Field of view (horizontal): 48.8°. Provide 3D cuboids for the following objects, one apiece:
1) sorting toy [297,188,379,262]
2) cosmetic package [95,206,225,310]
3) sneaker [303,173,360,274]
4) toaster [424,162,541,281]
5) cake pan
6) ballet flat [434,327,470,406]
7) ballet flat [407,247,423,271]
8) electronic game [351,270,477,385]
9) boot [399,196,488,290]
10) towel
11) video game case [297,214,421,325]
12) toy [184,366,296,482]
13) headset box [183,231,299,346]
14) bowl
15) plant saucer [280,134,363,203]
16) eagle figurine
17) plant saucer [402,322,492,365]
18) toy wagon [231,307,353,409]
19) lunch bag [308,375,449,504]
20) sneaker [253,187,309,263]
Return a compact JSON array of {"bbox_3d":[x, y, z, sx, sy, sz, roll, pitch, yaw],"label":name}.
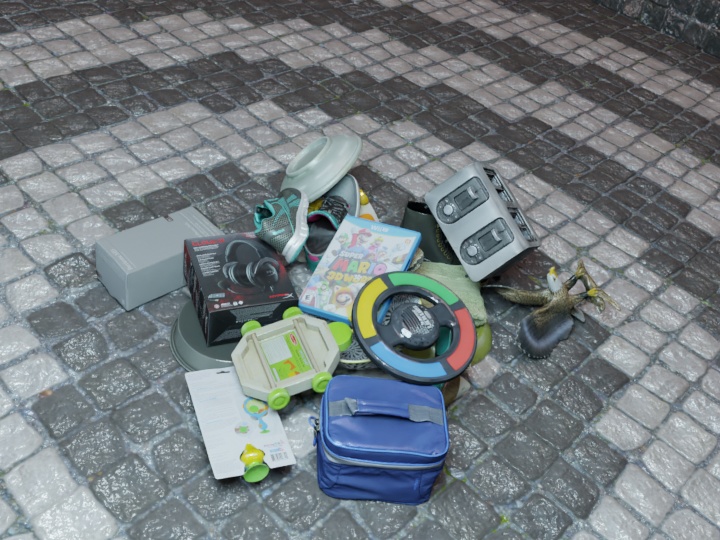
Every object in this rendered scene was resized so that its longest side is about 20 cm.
[{"bbox_3d":[-0.087,-0.099,1.530,0.179,0.108,0.199,-38,58,-21],"label":"sorting toy"},{"bbox_3d":[-0.342,-0.024,1.357,0.106,0.092,0.198,36,41,27],"label":"cosmetic package"},{"bbox_3d":[-0.056,-0.096,1.417,0.082,0.121,0.204,12,76,10],"label":"sneaker"},{"bbox_3d":[0.223,-0.082,1.419,0.183,0.118,0.199,61,22,10],"label":"toaster"},{"bbox_3d":[-0.209,0.097,1.284,0.196,0.037,0.202,8,39,-6],"label":"cake pan"},{"bbox_3d":[0.147,0.155,1.280,0.072,0.068,0.203,31,51,-22],"label":"ballet flat"},{"bbox_3d":[0.010,-0.004,1.361,0.197,0.075,0.069,-18,57,25],"label":"ballet flat"},{"bbox_3d":[0.081,0.082,1.183,0.195,0.042,0.203,10,48,-11],"label":"electronic game"},{"bbox_3d":[0.157,-0.047,1.476,0.196,0.140,0.078,15,37,2],"label":"boot"},{"bbox_3d":[0.124,0.036,1.401,0.195,0.037,0.150,7,39,-6],"label":"towel"},{"bbox_3d":[0.000,0.000,1.288,0.140,0.018,0.202,14,54,21],"label":"video game case"},{"bbox_3d":[-0.176,0.221,1.134,0.113,0.048,0.201,-5,36,-23],"label":"toy"},{"bbox_3d":[-0.201,0.017,1.292,0.146,0.078,0.201,-7,43,-22],"label":"headset box"},{"bbox_3d":[0.003,0.090,1.286,0.196,0.095,0.204,-4,49,5],"label":"bowl"},{"bbox_3d":[-0.086,-0.198,1.487,0.050,0.198,0.202,48,32,-23],"label":"plant saucer"},{"bbox_3d":[0.334,0.057,1.424,0.197,0.153,0.152,-26,9,-6],"label":"eagle figurine"},{"bbox_3d":[0.140,0.089,1.393,0.195,0.032,0.202,7,40,-6],"label":"plant saucer"},{"bbox_3d":[-0.089,0.122,1.180,0.196,0.040,0.156,-18,44,-13],"label":"toy wagon"},{"bbox_3d":[0.022,0.228,1.111,0.195,0.134,0.137,6,38,-9],"label":"lunch bag"},{"bbox_3d":[-0.138,-0.097,1.341,0.090,0.078,0.201,27,22,-20],"label":"sneaker"}]
